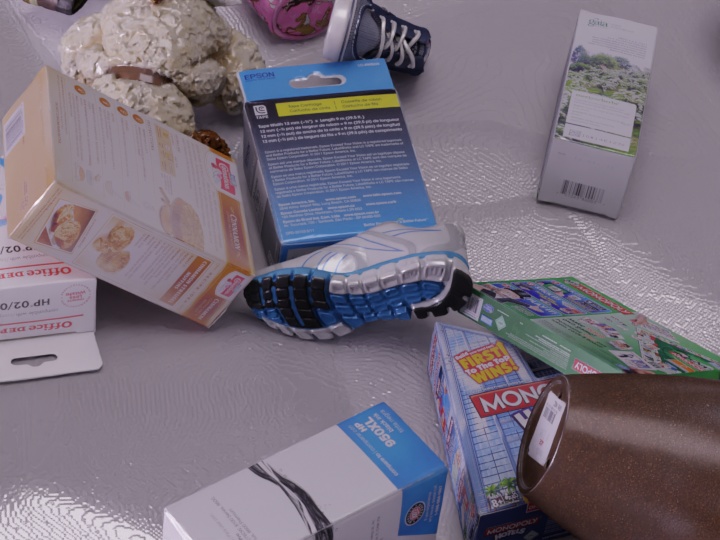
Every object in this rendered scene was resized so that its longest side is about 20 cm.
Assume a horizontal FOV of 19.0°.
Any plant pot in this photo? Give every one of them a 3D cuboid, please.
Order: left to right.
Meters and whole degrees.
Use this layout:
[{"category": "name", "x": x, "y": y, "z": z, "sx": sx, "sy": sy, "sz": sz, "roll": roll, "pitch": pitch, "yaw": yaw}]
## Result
[{"category": "plant pot", "x": 0.224, "y": 0.152, "z": 1.603, "sx": 0.199, "sy": 0.187, "sz": 0.187, "roll": 20, "pitch": 43, "yaw": -11}]

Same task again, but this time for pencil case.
[{"category": "pencil case", "x": -0.089, "y": -0.316, "z": 2.138, "sx": 0.086, "sy": 0.083, "sz": 0.200, "roll": -15, "pitch": 48, "yaw": -22}]

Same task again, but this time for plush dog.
[{"category": "plush dog", "x": -0.190, "y": -0.165, "z": 1.942, "sx": 0.199, "sy": 0.161, "sz": 0.173, "roll": 10, "pitch": 68, "yaw": 1}]

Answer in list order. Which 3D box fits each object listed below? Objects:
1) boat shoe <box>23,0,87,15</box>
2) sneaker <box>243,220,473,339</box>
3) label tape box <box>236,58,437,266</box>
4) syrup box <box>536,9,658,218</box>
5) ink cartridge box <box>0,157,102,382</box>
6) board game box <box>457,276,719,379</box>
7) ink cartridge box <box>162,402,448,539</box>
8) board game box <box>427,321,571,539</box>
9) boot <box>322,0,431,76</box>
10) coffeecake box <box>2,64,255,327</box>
[{"category": "boat shoe", "x": -0.253, "y": -0.308, "z": 2.121, "sx": 0.065, "sy": 0.073, "sz": 0.200, "roll": 34, "pitch": 52, "yaw": 9}, {"category": "sneaker", "x": 0.000, "y": 0.000, "z": 1.814, "sx": 0.199, "sy": 0.075, "sz": 0.087, "roll": -6, "pitch": 43, "yaw": 13}, {"category": "label tape box", "x": -0.026, "y": -0.091, "z": 1.914, "sx": 0.142, "sy": 0.066, "sz": 0.201, "roll": -6, "pitch": 53, "yaw": -14}, {"category": "syrup box", "x": 0.223, "y": -0.149, "z": 2.019, "sx": 0.078, "sy": 0.082, "sz": 0.201, "roll": 14, "pitch": 44, "yaw": 2}, {"category": "ink cartridge box", "x": -0.286, "y": -0.005, "z": 1.800, "sx": 0.114, "sy": 0.068, "sz": 0.201, "roll": -7, "pitch": 47, "yaw": -16}, {"category": "board game box", "x": 0.194, "y": 0.056, "z": 1.769, "sx": 0.134, "sy": 0.029, "sz": 0.200, "roll": -1, "pitch": 22, "yaw": -41}, {"category": "ink cartridge box", "x": -0.044, "y": 0.204, "z": 1.570, "sx": 0.199, "sy": 0.145, "sz": 0.084, "roll": -24, "pitch": 51, "yaw": -30}, {"category": "board game box", "x": 0.142, "y": 0.120, "z": 1.747, "sx": 0.199, "sy": 0.062, "sz": 0.200, "roll": -12, "pitch": 49, "yaw": -20}, {"category": "boot", "x": 0.020, "y": -0.220, "z": 2.008, "sx": 0.090, "sy": 0.073, "sz": 0.200, "roll": 15, "pitch": 7, "yaw": 3}, {"category": "coffeecake box", "x": -0.194, "y": -0.061, "z": 1.799, "sx": 0.199, "sy": 0.073, "sz": 0.154, "roll": 26, "pitch": 32, "yaw": -31}]
